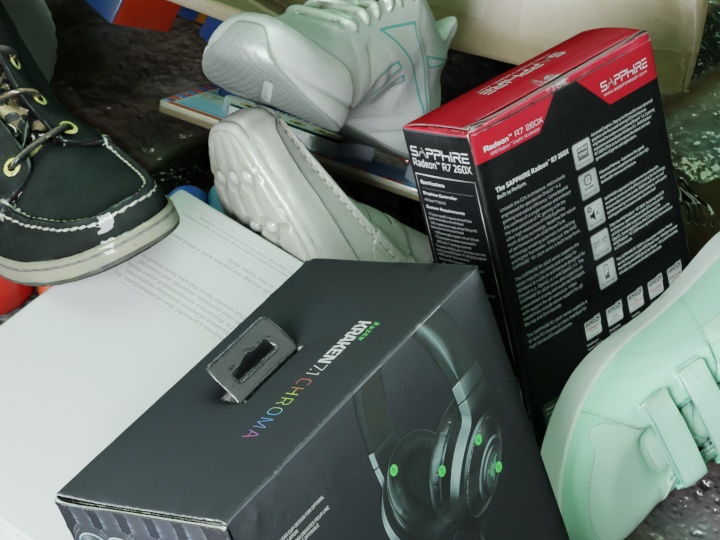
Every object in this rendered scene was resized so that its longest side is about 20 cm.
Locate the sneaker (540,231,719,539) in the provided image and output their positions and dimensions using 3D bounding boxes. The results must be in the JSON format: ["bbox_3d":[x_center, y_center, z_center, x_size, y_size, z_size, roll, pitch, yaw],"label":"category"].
[{"bbox_3d":[0.169,0.060,0.949,0.118,0.074,0.201,16,57,47],"label":"sneaker"}]

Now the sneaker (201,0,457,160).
[{"bbox_3d":[-0.011,-0.105,0.986,0.070,0.080,0.200,23,5,21],"label":"sneaker"}]

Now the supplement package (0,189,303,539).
[{"bbox_3d":[-0.101,0.082,0.921,0.121,0.120,0.200,31,48,22],"label":"supplement package"}]

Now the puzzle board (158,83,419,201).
[{"bbox_3d":[0.009,-0.067,1.117,0.199,0.017,0.151,19,13,10],"label":"puzzle board"}]

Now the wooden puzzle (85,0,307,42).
[{"bbox_3d":[-0.107,-0.160,1.172,0.200,0.046,0.185,11,20,-37],"label":"wooden puzzle"}]

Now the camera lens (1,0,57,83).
[{"bbox_3d":[-0.267,-0.157,1.110,0.160,0.160,0.200,-18,50,-26],"label":"camera lens"}]

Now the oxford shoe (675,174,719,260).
[{"bbox_3d":[0.167,-0.017,1.098,0.200,0.085,0.073,-25,52,-33],"label":"oxford shoe"}]

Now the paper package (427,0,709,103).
[{"bbox_3d":[0.099,-0.178,1.193,0.199,0.104,0.191,14,15,5],"label":"paper package"}]

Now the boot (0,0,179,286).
[{"bbox_3d":[-0.165,-0.083,0.934,0.073,0.154,0.203,-31,27,-23],"label":"boot"}]

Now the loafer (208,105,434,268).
[{"bbox_3d":[0.000,0.000,0.987,0.070,0.200,0.070,-43,26,-21],"label":"loafer"}]

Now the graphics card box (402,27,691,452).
[{"bbox_3d":[0.098,0.001,0.987,0.125,0.201,0.051,-31,26,-34],"label":"graphics card box"}]

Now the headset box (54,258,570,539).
[{"bbox_3d":[-0.008,0.113,0.835,0.093,0.200,0.174,3,35,39],"label":"headset box"}]

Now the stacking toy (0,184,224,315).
[{"bbox_3d":[-0.112,-0.008,1.046,0.199,0.086,0.086,-1,44,-5],"label":"stacking toy"}]
